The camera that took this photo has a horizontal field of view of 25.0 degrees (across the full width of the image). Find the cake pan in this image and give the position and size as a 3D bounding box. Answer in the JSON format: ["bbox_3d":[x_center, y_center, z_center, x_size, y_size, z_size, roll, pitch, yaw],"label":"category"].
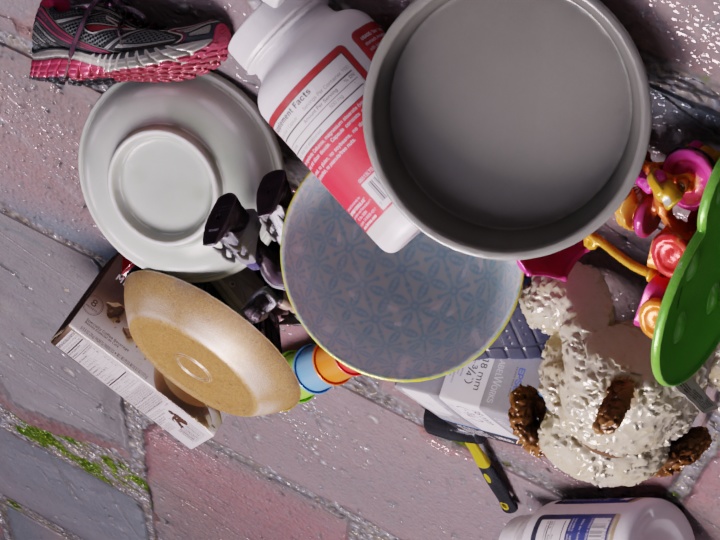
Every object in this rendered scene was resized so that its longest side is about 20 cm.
[{"bbox_3d":[0.101,-0.109,1.121,0.198,0.037,0.202,2,104,9],"label":"cake pan"}]

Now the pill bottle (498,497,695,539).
[{"bbox_3d":[0.232,0.287,1.637,0.111,0.111,0.199,45,150,-22],"label":"pill bottle"}]

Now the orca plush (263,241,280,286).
[{"bbox_3d":[-0.136,-0.038,1.496,0.105,0.071,0.201,-26,119,14],"label":"orca plush"}]

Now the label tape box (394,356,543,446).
[{"bbox_3d":[0.151,0.119,1.467,0.199,0.064,0.144,12,165,35],"label":"label tape box"}]

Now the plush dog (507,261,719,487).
[{"bbox_3d":[0.207,0.112,1.307,0.198,0.161,0.173,14,140,9],"label":"plush dog"}]

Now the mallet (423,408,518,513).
[{"bbox_3d":[0.134,0.198,1.683,0.065,0.041,0.200,3,145,38],"label":"mallet"}]

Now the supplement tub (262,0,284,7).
[{"bbox_3d":[-0.102,-0.283,1.075,0.199,0.132,0.132,35,151,-5],"label":"supplement tub"}]

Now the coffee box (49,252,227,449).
[{"bbox_3d":[-0.223,0.087,1.779,0.200,0.113,0.080,39,151,-10],"label":"coffee box"}]

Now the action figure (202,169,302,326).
[{"bbox_3d":[-0.057,0.006,1.415,0.129,0.070,0.200,-16,135,22],"label":"action figure"}]

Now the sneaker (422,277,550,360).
[{"bbox_3d":[0.106,0.034,1.403,0.198,0.083,0.074,-11,123,15],"label":"sneaker"}]

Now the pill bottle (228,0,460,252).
[{"bbox_3d":[-0.004,-0.121,1.223,0.200,0.112,0.112,48,151,2],"label":"pill bottle"}]

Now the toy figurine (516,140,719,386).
[{"bbox_3d":[0.183,-0.041,1.190,0.183,0.150,0.202,27,130,29],"label":"toy figurine"}]

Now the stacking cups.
[{"bbox_3d":[-0.040,0.094,1.675,0.060,0.061,0.200,40,147,-13],"label":"stacking cups"}]

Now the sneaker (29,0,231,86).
[{"bbox_3d":[-0.200,-0.197,1.367,0.198,0.076,0.080,2,-178,26],"label":"sneaker"}]

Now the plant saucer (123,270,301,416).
[{"bbox_3d":[-0.148,0.079,1.516,0.199,0.036,0.201,28,155,14],"label":"plant saucer"}]

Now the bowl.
[{"bbox_3d":[0.039,-0.015,1.334,0.199,0.201,0.108,30,-174,4],"label":"bowl"}]

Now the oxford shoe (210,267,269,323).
[{"bbox_3d":[-0.144,-0.037,1.575,0.058,0.075,0.200,-36,104,18],"label":"oxford shoe"}]

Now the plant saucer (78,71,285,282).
[{"bbox_3d":[-0.165,-0.078,1.424,0.198,0.050,0.202,6,111,15],"label":"plant saucer"}]

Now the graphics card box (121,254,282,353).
[{"bbox_3d":[-0.156,0.026,1.612,0.051,0.126,0.200,-36,117,13],"label":"graphics card box"}]
